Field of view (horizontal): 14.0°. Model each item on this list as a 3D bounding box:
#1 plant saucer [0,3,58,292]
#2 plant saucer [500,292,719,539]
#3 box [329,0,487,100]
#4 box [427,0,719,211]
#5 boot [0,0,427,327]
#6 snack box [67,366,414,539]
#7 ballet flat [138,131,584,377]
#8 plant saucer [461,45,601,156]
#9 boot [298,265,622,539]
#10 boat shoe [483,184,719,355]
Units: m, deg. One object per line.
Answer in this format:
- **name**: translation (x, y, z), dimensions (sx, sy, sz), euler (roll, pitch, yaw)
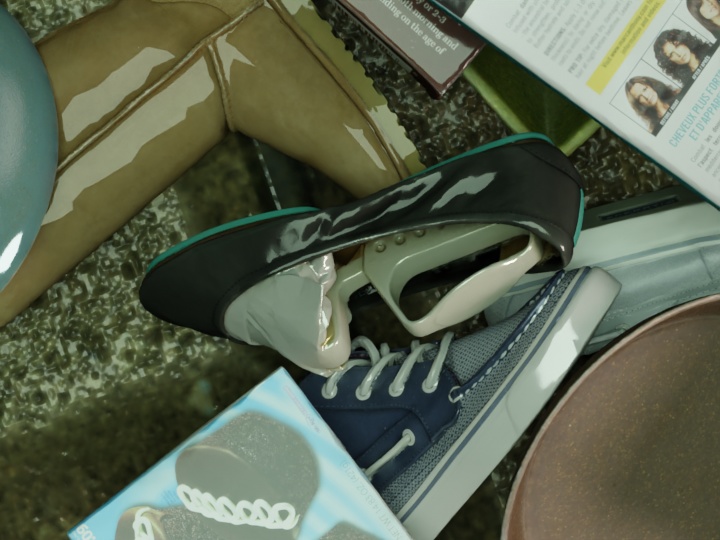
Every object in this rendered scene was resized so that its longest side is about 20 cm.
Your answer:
- **plant saucer**: translation (-0.230, -0.050, 1.276), dimensions (0.199, 0.027, 0.201), euler (-4, 71, 12)
- **plant saucer**: translation (0.141, 0.093, 1.274), dimensions (0.200, 0.037, 0.201), euler (-12, 119, -23)
- **box**: translation (0.061, -0.180, 1.242), dimensions (0.100, 0.075, 0.200), euler (42, 92, -2)
- **box**: translation (0.119, -0.093, 1.194), dimensions (0.200, 0.049, 0.082), euler (35, 92, -10)
- **boot**: translation (-0.088, -0.042, 1.300), dimensions (0.200, 0.066, 0.175), euler (-37, 78, 0)
- **snack box**: translation (-0.018, 0.155, 1.238), dimensions (0.116, 0.037, 0.200), euler (-37, 88, -2)
- **ballet flat**: translation (0.000, 0.000, 1.241), dimensions (0.199, 0.068, 0.069), euler (-20, 57, 13)
- **plant saucer**: translation (0.089, -0.184, 1.302), dimensions (0.200, 0.048, 0.200), euler (-42, 91, 1)
- **boot**: translation (0.023, 0.056, 1.270), dimensions (0.090, 0.073, 0.200), euler (39, 114, 3)
- **boat shoe**: translation (0.152, 0.001, 1.301), dimensions (0.200, 0.070, 0.072), euler (-13, 101, 5)
